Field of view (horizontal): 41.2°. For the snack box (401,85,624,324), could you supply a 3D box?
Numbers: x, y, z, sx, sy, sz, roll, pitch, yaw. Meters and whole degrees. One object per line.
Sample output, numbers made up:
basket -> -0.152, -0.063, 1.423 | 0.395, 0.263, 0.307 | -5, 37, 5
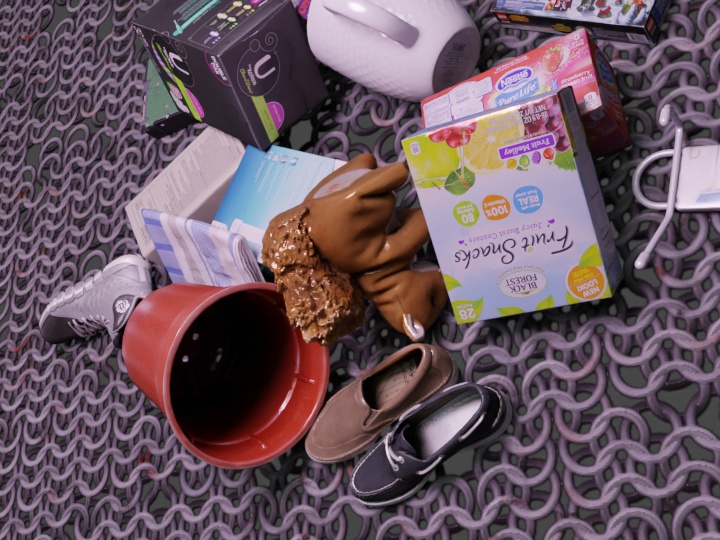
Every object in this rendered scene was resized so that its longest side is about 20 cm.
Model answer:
snack box -> 0.151, -0.061, 0.949 | 0.167, 0.068, 0.202 | -13, 102, 30

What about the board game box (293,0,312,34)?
board game box -> -0.046, -0.361, 1.232 | 0.121, 0.032, 0.200 | -60, 8, 2

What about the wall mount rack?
wall mount rack -> 0.334, -0.072, 0.885 | 0.199, 0.074, 0.175 | 0, 71, 36

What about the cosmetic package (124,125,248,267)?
cosmetic package -> -0.215, -0.103, 1.292 | 0.200, 0.073, 0.104 | -41, 52, 15

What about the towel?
towel -> -0.189, -0.001, 1.193 | 0.199, 0.148, 0.024 | 16, 47, 40

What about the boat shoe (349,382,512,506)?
boat shoe -> 0.059, 0.175, 0.984 | 0.200, 0.060, 0.076 | -39, 53, 16

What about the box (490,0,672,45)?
box -> 0.259, -0.332, 1.074 | 0.199, 0.040, 0.138 | 19, 81, 39

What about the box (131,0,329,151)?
box -> -0.164, -0.267, 1.208 | 0.124, 0.149, 0.199 | -44, 47, -20

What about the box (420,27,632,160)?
box -> 0.174, -0.158, 1.023 | 0.199, 0.095, 0.101 | -21, 61, 28

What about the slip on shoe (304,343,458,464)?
slip on shoe -> 0.011, 0.141, 1.032 | 0.199, 0.060, 0.077 | -31, 55, 21

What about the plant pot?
plant pot -> -0.170, 0.100, 1.093 | 0.195, 0.200, 0.202 | 12, 77, 54

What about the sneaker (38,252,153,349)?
sneaker -> -0.362, 0.071, 1.323 | 0.199, 0.075, 0.116 | -36, 56, 17

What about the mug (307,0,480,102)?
mug -> 0.034, -0.280, 1.111 | 0.175, 0.199, 0.149 | 34, 104, 29

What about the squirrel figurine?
squirrel figurine -> 0.000, 0.000, 1.022 | 0.199, 0.188, 0.141 | -33, 19, -15

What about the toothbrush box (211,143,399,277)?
toothbrush box -> -0.074, -0.062, 1.165 | 0.199, 0.085, 0.147 | 16, 79, 39

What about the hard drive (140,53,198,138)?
hard drive -> -0.237, -0.288, 1.411 | 0.199, 0.038, 0.141 | -16, 62, 29
